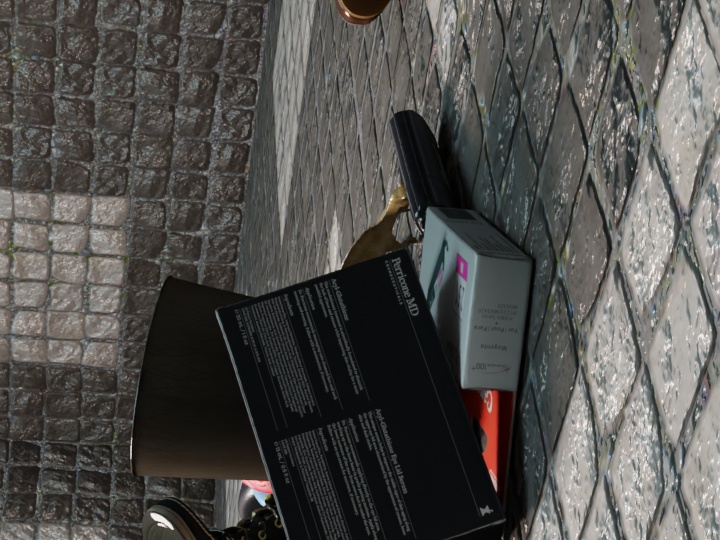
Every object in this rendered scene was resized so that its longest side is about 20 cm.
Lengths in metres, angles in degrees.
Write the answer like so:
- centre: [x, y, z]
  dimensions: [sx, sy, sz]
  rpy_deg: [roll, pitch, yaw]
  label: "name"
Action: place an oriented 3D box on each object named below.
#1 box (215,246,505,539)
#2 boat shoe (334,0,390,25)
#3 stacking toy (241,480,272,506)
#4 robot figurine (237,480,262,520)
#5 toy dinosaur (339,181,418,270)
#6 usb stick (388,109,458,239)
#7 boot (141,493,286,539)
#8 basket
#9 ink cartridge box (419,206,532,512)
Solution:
- centre: [0.000, 0.105, 1.171]
  dimensions: [0.079, 0.140, 0.202]
  rpy_deg: [78, 173, -68]
  label: "box"
- centre: [0.007, -0.334, 1.788]
  dimensions: [0.070, 0.070, 0.202]
  rpy_deg: [128, 153, -64]
  label: "boat shoe"
- centre: [-0.112, 0.136, 1.607]
  dimensions: [0.200, 0.109, 0.117]
  rpy_deg: [32, -147, -54]
  label: "stacking toy"
- centre: [-0.060, 0.202, 1.767]
  dimensions: [0.149, 0.125, 0.201]
  rpy_deg: [-26, 36, 31]
  label: "robot figurine"
- centre: [0.000, 0.000, 1.533]
  dimensions: [0.201, 0.058, 0.101]
  rpy_deg: [-61, -18, 2]
  label: "toy dinosaur"
- centre: [0.054, -0.074, 1.417]
  dimensions: [0.033, 0.055, 0.201]
  rpy_deg: [-37, 25, 13]
  label: "usb stick"
- centre: [-0.102, 0.231, 1.551]
  dimensions: [0.154, 0.073, 0.205]
  rpy_deg: [-51, -46, -27]
  label: "boot"
- centre: [-0.057, 0.090, 1.299]
  dimensions: [0.181, 0.198, 0.137]
  rpy_deg: [-83, 1, -62]
  label: "basket"
- centre: [0.073, 0.057, 1.240]
  dimensions: [0.200, 0.043, 0.176]
  rpy_deg: [-124, 40, -77]
  label: "ink cartridge box"
